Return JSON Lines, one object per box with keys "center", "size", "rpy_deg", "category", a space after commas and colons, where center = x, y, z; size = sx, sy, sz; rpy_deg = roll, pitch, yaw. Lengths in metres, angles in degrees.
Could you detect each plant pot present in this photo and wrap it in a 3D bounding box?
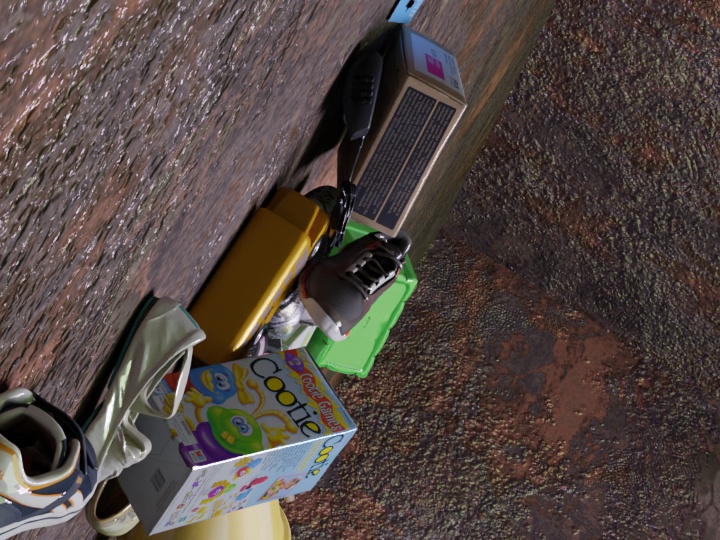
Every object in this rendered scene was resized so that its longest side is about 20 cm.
{"center": [-0.172, 0.266, 1.827], "size": [0.201, 0.199, 0.190], "rpy_deg": [-53, 156, -52], "category": "plant pot"}

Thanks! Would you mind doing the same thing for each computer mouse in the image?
{"center": [-0.013, -0.123, 1.634], "size": [0.059, 0.034, 0.202], "rpy_deg": [-167, -92, -82], "category": "computer mouse"}

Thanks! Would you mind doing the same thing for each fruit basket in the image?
{"center": [-0.027, 0.023, 2.253], "size": [0.215, 0.154, 0.218], "rpy_deg": [-23, -120, 46], "category": "fruit basket"}

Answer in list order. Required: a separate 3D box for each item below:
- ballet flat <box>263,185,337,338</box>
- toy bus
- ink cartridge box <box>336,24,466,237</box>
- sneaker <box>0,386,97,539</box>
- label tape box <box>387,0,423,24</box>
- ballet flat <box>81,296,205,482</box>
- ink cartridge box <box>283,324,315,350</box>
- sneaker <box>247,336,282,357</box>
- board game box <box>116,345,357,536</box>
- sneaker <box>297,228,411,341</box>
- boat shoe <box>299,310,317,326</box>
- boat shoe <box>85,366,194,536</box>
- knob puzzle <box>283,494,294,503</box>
{"center": [-0.068, -0.025, 1.722], "size": [0.072, 0.071, 0.202], "rpy_deg": [114, -3, -58], "category": "ballet flat"}
{"center": [-0.105, 0.010, 1.593], "size": [0.201, 0.065, 0.078], "rpy_deg": [-57, 173, -16], "category": "toy bus"}
{"center": [0.040, -0.151, 1.744], "size": [0.166, 0.075, 0.200], "rpy_deg": [-61, -169, 20], "category": "ink cartridge box"}
{"center": [-0.213, 0.123, 1.090], "size": [0.080, 0.078, 0.200], "rpy_deg": [-54, 175, 12], "category": "sneaker"}
{"center": [0.114, -0.336, 1.738], "size": [0.201, 0.063, 0.144], "rpy_deg": [-61, 174, 11], "category": "label tape box"}
{"center": [-0.191, 0.118, 1.363], "size": [0.201, 0.069, 0.069], "rpy_deg": [-60, 175, 11], "category": "ballet flat"}
{"center": [-0.102, 0.089, 2.110], "size": [0.104, 0.059, 0.200], "rpy_deg": [-61, 175, 24], "category": "ink cartridge box"}
{"center": [-0.126, 0.078, 1.736], "size": [0.200, 0.080, 0.087], "rpy_deg": [-62, 170, -63], "category": "sneaker"}
{"center": [-0.121, 0.154, 1.521], "size": [0.199, 0.103, 0.105], "rpy_deg": [-8, 145, -44], "category": "board game box"}
{"center": [0.000, 0.000, 1.669], "size": [0.082, 0.077, 0.200], "rpy_deg": [-36, -171, 27], "category": "sneaker"}
{"center": [-0.068, 0.029, 1.838], "size": [0.074, 0.065, 0.200], "rpy_deg": [-51, -167, 4], "category": "boat shoe"}
{"center": [-0.194, 0.170, 1.594], "size": [0.201, 0.073, 0.063], "rpy_deg": [-57, 178, -15], "category": "boat shoe"}
{"center": [-0.102, 0.163, 1.855], "size": [0.030, 0.222, 0.220], "rpy_deg": [-18, 165, -10], "category": "knob puzzle"}
